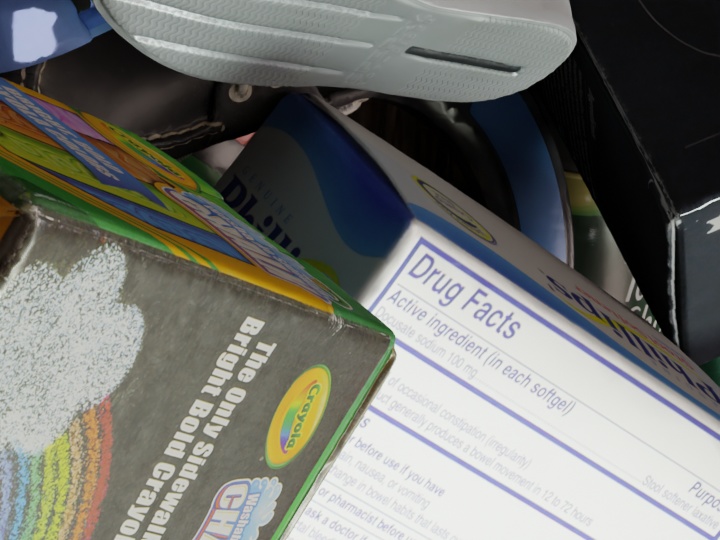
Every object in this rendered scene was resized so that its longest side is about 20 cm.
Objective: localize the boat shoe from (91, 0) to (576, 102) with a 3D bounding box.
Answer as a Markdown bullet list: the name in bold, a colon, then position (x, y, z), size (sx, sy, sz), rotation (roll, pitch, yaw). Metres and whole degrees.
- **boat shoe**: position (-0.014, -0.095, 0.852), size (0.200, 0.072, 0.062), rotation (10, 51, -50)

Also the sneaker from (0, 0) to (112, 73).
- **sneaker**: position (-0.077, -0.131, 0.861), size (0.200, 0.070, 0.078), rotation (-44, 126, -42)

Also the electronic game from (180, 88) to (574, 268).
- **electronic game**: position (0.000, 0.000, 0.997), size (0.200, 0.042, 0.200), rotation (-3, 96, -39)

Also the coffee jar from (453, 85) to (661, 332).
- **coffee jar**: position (0.079, 0.011, 1.123), size (0.104, 0.085, 0.200), rotation (-16, 116, -56)

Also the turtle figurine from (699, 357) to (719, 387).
- **turtle figurine**: position (0.155, 0.007, 1.194), size (0.101, 0.200, 0.150), rotation (11, 130, -46)

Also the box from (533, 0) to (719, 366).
- **box**: position (0.159, -0.105, 0.995), size (0.200, 0.197, 0.124), rotation (-22, 151, -4)

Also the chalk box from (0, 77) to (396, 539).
- **chalk box**: position (-0.087, 0.028, 0.747), size (0.200, 0.124, 0.125), rotation (24, 101, -54)

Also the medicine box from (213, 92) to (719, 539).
- **medicine box**: position (0.000, 0.078, 0.913), size (0.182, 0.103, 0.200), rotation (33, 99, -36)

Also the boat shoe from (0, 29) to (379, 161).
- **boat shoe**: position (-0.031, -0.076, 0.913), size (0.200, 0.060, 0.074), rotation (-15, 94, -39)
